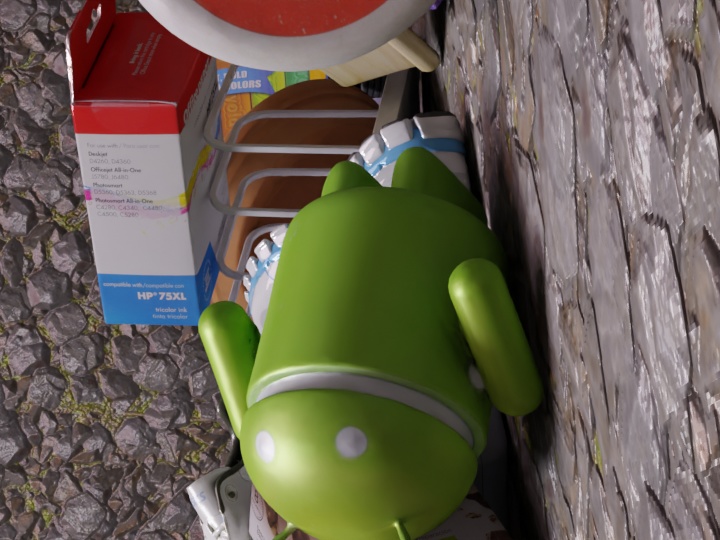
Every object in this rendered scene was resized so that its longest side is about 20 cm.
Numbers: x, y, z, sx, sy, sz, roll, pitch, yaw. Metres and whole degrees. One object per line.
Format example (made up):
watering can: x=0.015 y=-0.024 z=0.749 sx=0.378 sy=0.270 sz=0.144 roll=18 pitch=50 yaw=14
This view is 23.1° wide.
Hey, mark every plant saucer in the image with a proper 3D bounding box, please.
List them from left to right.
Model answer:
plant saucer: x=-0.040 y=-0.039 z=1.283 sx=0.037 sy=0.199 sz=0.202 roll=30 pitch=137 yaw=39

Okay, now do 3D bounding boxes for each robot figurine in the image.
robot figurine: x=0.008 y=0.042 z=0.845 sx=0.116 sy=0.174 sz=0.201 roll=44 pitch=-132 yaw=-44

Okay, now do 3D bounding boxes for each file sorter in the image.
file sorter: x=-0.026 y=-0.032 z=1.146 sx=0.139 sy=0.123 sz=0.201 roll=-77 pitch=-13 yaw=-54

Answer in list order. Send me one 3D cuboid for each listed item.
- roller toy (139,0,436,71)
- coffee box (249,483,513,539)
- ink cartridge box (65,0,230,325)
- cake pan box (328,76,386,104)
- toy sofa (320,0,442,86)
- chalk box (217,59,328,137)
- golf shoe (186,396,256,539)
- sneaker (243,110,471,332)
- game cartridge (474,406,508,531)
roller toy: x=-0.035 y=-0.196 z=0.834 sx=0.201 sy=0.181 sz=0.140 roll=-58 pitch=17 yaw=16
coffee box: x=0.015 y=0.152 z=0.917 sx=0.200 sy=0.079 sz=0.114 roll=-126 pitch=33 yaw=-46
ink cartridge box: x=-0.127 y=-0.080 z=1.087 sx=0.117 sy=0.067 sz=0.201 roll=-80 pitch=-11 yaw=-54
cake pan box: x=-0.009 y=-0.227 z=1.332 sx=0.185 sy=0.052 sz=0.201 roll=86 pitch=176 yaw=-57
toy sofa: x=0.006 y=-0.219 z=1.036 sx=0.083 sy=0.097 sz=0.202 roll=30 pitch=-131 yaw=-64
chalk box: x=-0.091 y=-0.199 z=1.325 sx=0.201 sy=0.124 sz=0.125 roll=87 pitch=174 yaw=-52
golf shoe: x=-0.068 y=0.163 z=1.035 sx=0.078 sy=0.097 sz=0.201 roll=-34 pitch=38 yaw=47
sneaker: x=0.000 y=0.000 z=1.001 sx=0.200 sy=0.074 sz=0.087 roll=-47 pitch=55 yaw=44
game cartridge: x=0.055 y=0.089 z=1.026 sx=0.201 sy=0.040 sz=0.134 roll=-103 pitch=4 yaw=-57
